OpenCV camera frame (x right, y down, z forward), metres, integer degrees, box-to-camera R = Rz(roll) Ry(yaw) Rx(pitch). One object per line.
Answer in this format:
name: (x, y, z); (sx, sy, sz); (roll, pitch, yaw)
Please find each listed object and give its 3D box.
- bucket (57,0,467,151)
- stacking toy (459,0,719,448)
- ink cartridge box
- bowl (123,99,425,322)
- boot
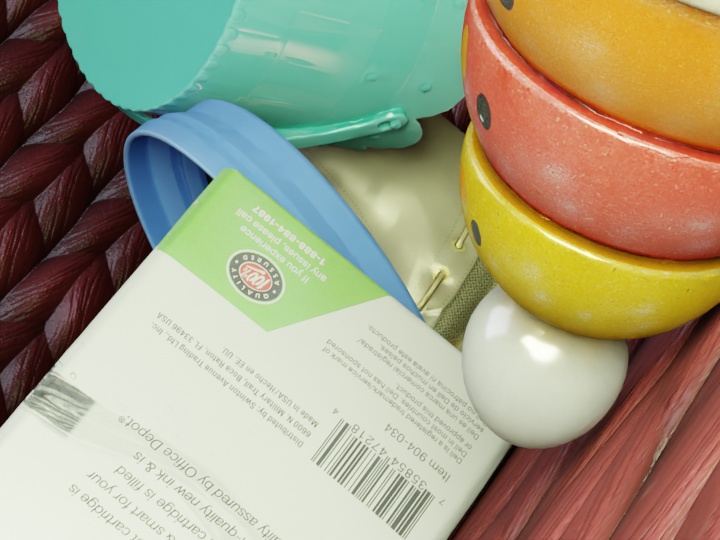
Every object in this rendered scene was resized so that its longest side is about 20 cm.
bucket: (-0.044, -0.156, 1.066); (0.134, 0.208, 0.207); (3, -39, -37)
stacking toy: (0.073, -0.030, 0.626); (0.146, 0.145, 0.201); (-52, -17, -58)
ink cartridge box: (-0.057, 0.089, 0.812); (0.200, 0.145, 0.084); (-51, 0, -30)
bowl: (-0.029, 0.015, 1.001); (0.039, 0.201, 0.201); (-35, -5, -17)
boot: (0.000, 0.000, 1.164); (0.200, 0.155, 0.073); (-50, -7, -14)
